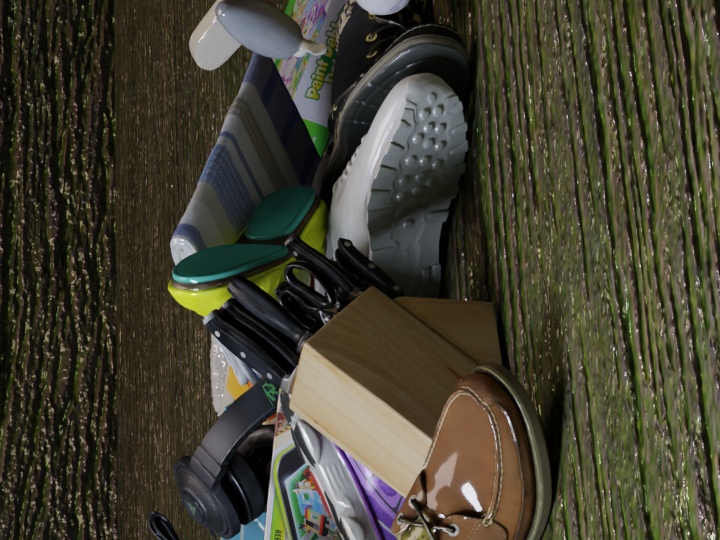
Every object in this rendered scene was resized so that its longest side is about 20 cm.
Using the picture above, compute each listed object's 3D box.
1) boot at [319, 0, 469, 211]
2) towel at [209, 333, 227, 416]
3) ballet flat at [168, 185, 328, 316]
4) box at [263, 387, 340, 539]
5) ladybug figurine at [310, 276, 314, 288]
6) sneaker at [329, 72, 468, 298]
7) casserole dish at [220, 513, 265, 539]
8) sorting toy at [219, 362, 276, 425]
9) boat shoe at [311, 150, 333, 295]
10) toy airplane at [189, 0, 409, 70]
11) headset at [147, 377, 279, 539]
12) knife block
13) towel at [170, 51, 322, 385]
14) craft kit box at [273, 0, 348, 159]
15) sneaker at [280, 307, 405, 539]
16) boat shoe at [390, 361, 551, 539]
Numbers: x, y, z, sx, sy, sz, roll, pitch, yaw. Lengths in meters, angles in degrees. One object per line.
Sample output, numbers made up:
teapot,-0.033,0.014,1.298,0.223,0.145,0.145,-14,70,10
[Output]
boot,0.021,-0.147,1.759,0.204,0.073,0.154,120,158,-55
towel,-0.077,0.026,2.113,0.200,0.034,0.133,-47,-40,-62
ballet flat,-0.065,0.003,1.685,0.200,0.067,0.067,-45,-49,-63
box,-0.005,0.156,1.684,0.035,0.110,0.201,-6,-78,-74
ladybug figurine,-0.044,0.030,2.017,0.136,0.072,0.201,-68,-16,-77
sneaker,0.015,-0.053,1.697,0.081,0.076,0.200,52,142,40
casserole dish,-0.065,0.214,1.949,0.121,0.039,0.200,43,147,33
sorting toy,-0.052,0.137,1.933,0.185,0.036,0.200,48,142,28
boat shoe,0.000,0.000,1.840,0.093,0.074,0.200,84,-169,-57
toy airplane,-0.019,-0.228,1.701,0.141,0.199,0.200,49,151,16
headset,-0.088,0.139,1.811,0.094,0.123,0.200,43,125,26
knife block,-0.003,0.070,1.545,0.064,0.175,0.200,103,165,-48
towel,-0.074,-0.038,1.777,0.200,0.024,0.147,-71,-32,-40
craft kit box,-0.032,-0.175,1.978,0.198,0.048,0.200,-66,12,2
sneaker,0.004,0.109,1.635,0.200,0.083,0.081,65,172,5
boat shoe,0.057,0.146,1.441,0.072,0.068,0.200,38,137,42
